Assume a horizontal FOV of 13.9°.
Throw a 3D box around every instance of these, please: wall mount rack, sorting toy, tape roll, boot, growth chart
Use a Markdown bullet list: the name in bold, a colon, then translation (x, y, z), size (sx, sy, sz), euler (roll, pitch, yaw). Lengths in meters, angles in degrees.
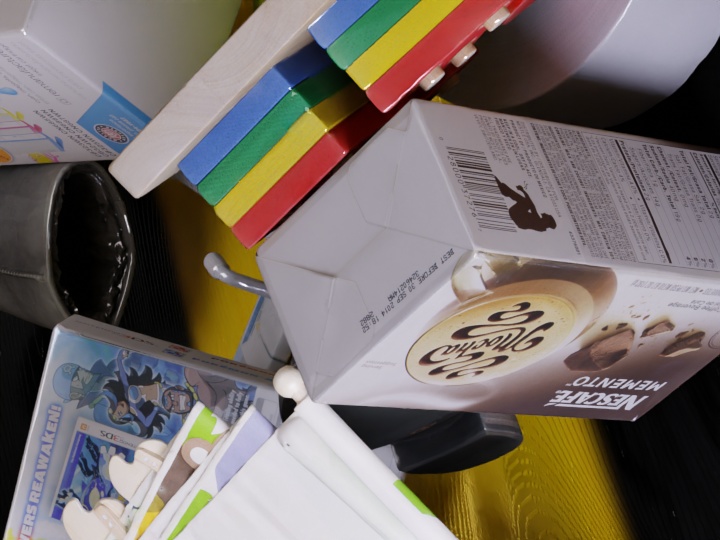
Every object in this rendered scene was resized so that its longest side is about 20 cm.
- **wall mount rack**: translation (-0.085, 0.029, 1.534), size (0.174, 0.074, 0.200), euler (-119, 50, -67)
- **sorting toy**: translation (0.017, -0.108, 1.255), size (0.070, 0.200, 0.199), euler (48, 122, 2)
- **tape roll**: translation (0.092, -0.168, 1.367), size (0.200, 0.066, 0.201), euler (-11, 75, 48)
- **boot**: translation (0.000, 0.000, 1.355), size (0.069, 0.200, 0.174), euler (-23, 70, 19)
- **growth chart**: translation (-0.049, 0.125, 1.289), size (0.145, 0.018, 0.200), euler (50, 129, 2)
- **boot**: translation (-0.192, 0.014, 1.616), size (0.200, 0.073, 0.182), euler (11, 119, 44)

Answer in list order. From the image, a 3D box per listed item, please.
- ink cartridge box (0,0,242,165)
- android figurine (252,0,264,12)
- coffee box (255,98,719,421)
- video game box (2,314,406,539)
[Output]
- **ink cartridge box**: translation (-0.180, -0.135, 1.506), size (0.200, 0.129, 0.125), euler (-2, 62, 40)
- **android figurine**: translation (-0.025, -0.167, 1.474), size (0.200, 0.041, 0.182), euler (-99, 16, -54)
- **coffee box**: translation (0.072, 0.000, 1.254), size (0.113, 0.200, 0.080), euler (-42, 57, 35)
- **video game box**: translation (-0.082, 0.141, 1.439), size (0.047, 0.182, 0.200), euler (-52, -23, -79)
